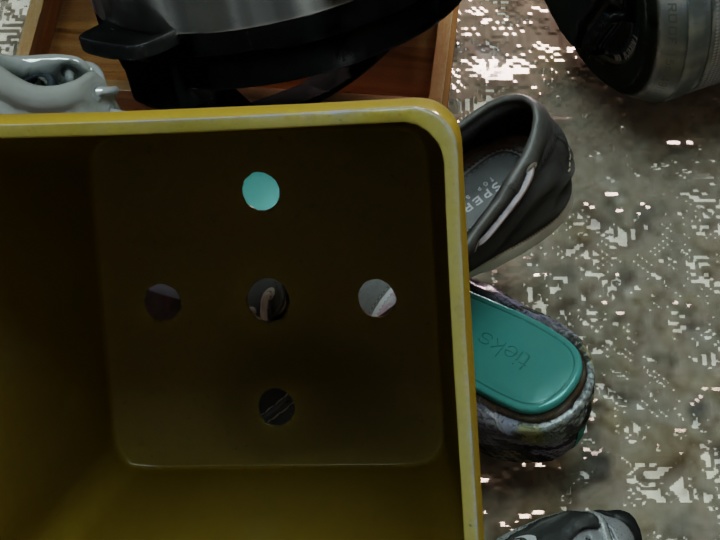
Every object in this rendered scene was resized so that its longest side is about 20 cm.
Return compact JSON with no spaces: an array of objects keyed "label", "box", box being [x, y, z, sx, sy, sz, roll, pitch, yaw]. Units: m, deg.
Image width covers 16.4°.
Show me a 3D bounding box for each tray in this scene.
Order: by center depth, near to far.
[{"label":"tray","box":[-0.056,-0.106,1.173,0.198,0.037,0.099,3,51,6]}]

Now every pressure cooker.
[{"label":"pressure cooker","box":[-0.040,-0.166,1.077,0.175,0.201,0.179,-11,25,3]}]

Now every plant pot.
[{"label":"plant pot","box":[-0.048,0.032,0.863,0.198,0.202,0.176,-1,13,10]}]

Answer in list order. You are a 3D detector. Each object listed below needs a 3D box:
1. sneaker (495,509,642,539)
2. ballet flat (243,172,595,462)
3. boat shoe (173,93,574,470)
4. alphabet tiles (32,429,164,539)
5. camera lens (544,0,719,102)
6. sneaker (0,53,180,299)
[{"label":"sneaker","box":[0.111,0.142,0.939,0.199,0.075,0.116,11,49,13]},{"label":"ballet flat","box":[0.015,0.020,1.046,0.200,0.072,0.072,35,60,28]},{"label":"boat shoe","box":[0.000,0.000,0.987,0.200,0.057,0.067,-38,59,-11]},{"label":"alphabet tiles","box":[-0.078,0.130,0.936,0.199,0.008,0.168,15,46,-24]},{"label":"camera lens","box":[0.182,-0.175,1.138,0.199,0.160,0.160,-18,52,-12]},{"label":"sneaker","box":[-0.119,-0.048,1.034,0.071,0.199,0.073,-58,39,4]}]
